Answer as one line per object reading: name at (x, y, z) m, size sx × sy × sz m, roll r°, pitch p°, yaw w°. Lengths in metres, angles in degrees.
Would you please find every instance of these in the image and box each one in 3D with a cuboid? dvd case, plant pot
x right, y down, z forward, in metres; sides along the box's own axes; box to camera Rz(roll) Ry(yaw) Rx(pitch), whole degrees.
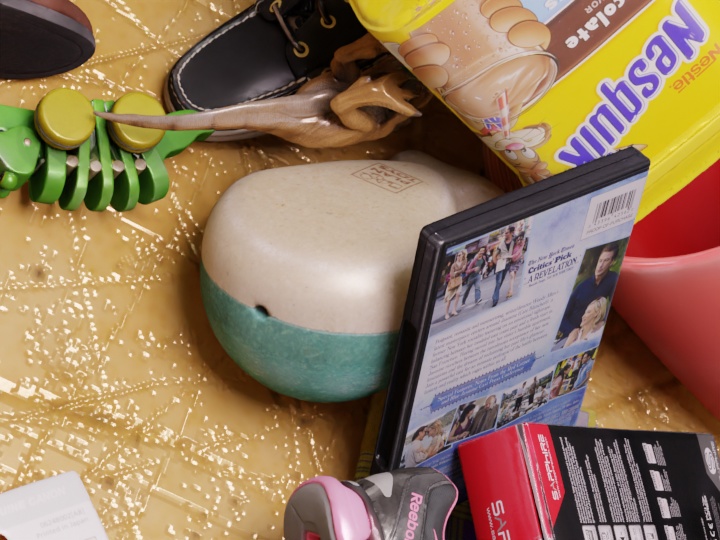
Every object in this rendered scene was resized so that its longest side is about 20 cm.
dvd case at (0.071, 0.039, 1.066) m, size 0.142 × 0.201 × 0.018 m, roll -21°, pitch 48°, yaw -34°
plant pot at (0.224, -0.016, 1.179) m, size 0.178 × 0.199 × 0.201 m, roll 57°, pitch 49°, yaw -36°

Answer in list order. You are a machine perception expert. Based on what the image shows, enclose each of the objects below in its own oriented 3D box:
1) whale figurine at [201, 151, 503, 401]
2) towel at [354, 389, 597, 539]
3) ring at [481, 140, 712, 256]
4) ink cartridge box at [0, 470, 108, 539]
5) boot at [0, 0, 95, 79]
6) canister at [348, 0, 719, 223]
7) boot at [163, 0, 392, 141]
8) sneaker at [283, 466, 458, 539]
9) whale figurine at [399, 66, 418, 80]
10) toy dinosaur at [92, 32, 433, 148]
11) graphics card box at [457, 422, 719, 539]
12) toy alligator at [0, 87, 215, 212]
whale figurine at (0.000, 0.000, 1.112) m, size 0.158 × 0.104 × 0.200 m, roll 22°, pitch 29°, yaw 22°
towel at (0.058, 0.145, 1.135) m, size 0.143 × 0.023 × 0.201 m, roll 24°, pitch 61°, yaw -21°
ring at (0.152, -0.089, 1.232) m, size 0.199 × 0.019 × 0.202 m, roll -8°, pitch 105°, yaw -30°
ink cartridge box at (-0.167, 0.211, 0.973) m, size 0.159 × 0.047 × 0.201 m, roll -17°, pitch 75°, yaw -33°
boot at (-0.217, -0.209, 1.107) m, size 0.187 × 0.069 × 0.201 m, roll 14°, pitch 57°, yaw -16°
canister at (0.102, -0.120, 1.047) m, size 0.200 × 0.148 × 0.087 m, roll 39°, pitch 18°, yaw -42°
boot at (-0.013, -0.151, 1.108) m, size 0.199 × 0.151 × 0.074 m, roll -23°, pitch 72°, yaw -12°
sneaker at (0.029, 0.189, 1.043) m, size 0.095 × 0.079 × 0.202 m, roll -17°, pitch 103°, yaw -32°
whale figurine at (0.098, -0.177, 1.234) m, size 0.159 × 0.104 × 0.201 m, roll 39°, pitch 58°, yaw -12°
toy dinosaur at (-0.022, -0.080, 1.077) m, size 0.199 × 0.106 × 0.061 m, roll -2°, pitch 65°, yaw -46°
graphics card box at (0.136, 0.148, 1.121) m, size 0.199 × 0.051 × 0.126 m, roll 6°, pitch 66°, yaw -51°
toy alligator at (-0.163, -0.057, 1.065) m, size 0.199 × 0.059 × 0.055 m, roll 0°, pitch 71°, yaw -30°
